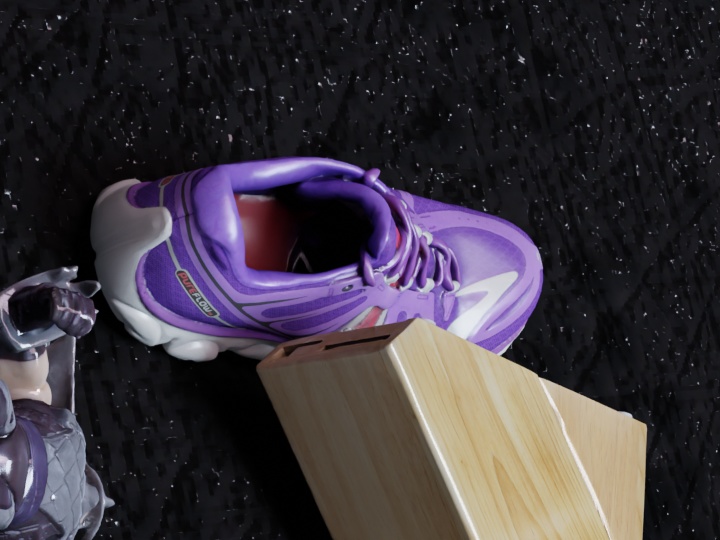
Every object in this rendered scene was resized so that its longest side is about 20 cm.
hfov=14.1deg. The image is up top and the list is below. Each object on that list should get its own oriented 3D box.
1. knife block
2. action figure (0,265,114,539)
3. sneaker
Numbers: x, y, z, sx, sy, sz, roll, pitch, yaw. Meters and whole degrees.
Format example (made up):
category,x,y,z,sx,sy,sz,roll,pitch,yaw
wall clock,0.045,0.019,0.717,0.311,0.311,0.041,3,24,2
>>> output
category,x,y,z,sx,sy,sz,roll,pitch,yaw
knife block,0.045,0.127,1.028,0.200,0.064,0.176,26,61,-45
action figure,-0.112,0.057,0.873,0.200,0.069,0.130,45,36,-70
sneaker,0.000,0.000,1.038,0.200,0.083,0.081,4,71,-45
